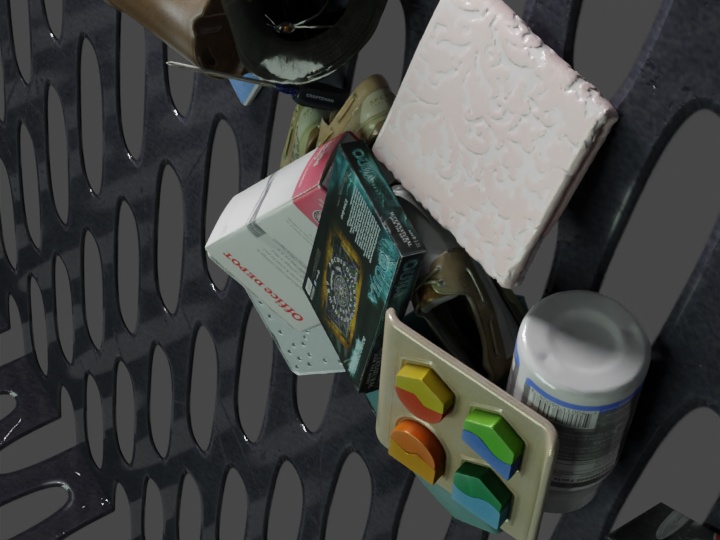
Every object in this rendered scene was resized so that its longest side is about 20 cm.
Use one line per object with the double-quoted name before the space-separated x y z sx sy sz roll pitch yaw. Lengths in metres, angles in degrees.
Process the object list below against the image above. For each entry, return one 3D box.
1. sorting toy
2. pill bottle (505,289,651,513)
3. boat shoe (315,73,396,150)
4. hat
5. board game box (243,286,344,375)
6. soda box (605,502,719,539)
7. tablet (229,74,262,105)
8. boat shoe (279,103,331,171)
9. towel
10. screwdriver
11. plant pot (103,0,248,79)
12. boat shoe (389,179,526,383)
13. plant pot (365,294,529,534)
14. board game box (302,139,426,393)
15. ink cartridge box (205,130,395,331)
"sorting toy" 0.084 0.148 1.502 0.200 0.036 0.186 38 148 24
"pill bottle" 0.180 0.120 1.489 0.114 0.113 0.201 52 155 30
"boat shoe" -0.008 -0.132 1.722 0.200 0.071 0.065 -41 71 57
"hat" -0.037 -0.265 1.610 0.199 0.081 0.202 -5 80 31
"board game box" -0.041 0.021 1.863 0.199 0.026 0.201 -8 118 42
"soda box" 0.294 0.268 1.440 0.200 0.070 0.064 26 137 58
"tablet" -0.160 -0.297 1.959 0.201 0.014 0.130 62 158 6
"boat shoe" -0.054 -0.105 1.852 0.063 0.073 0.201 61 151 30
"towel" 0.108 -0.116 1.429 0.200 0.032 0.192 48 128 30
"screwdriver" -0.099 -0.191 1.718 0.029 0.199 0.028 -50 38 39
"plant pot" -0.169 -0.310 1.752 0.198 0.200 0.201 44 151 26
"boat shoe" 0.078 0.010 1.520 0.200 0.068 0.075 52 137 -3
"plant pot" 0.108 0.140 1.654 0.141 0.141 0.201 9 126 64
"board game box" 0.000 0.000 1.551 0.136 0.028 0.201 61 152 32
"ink cartridge box" -0.038 -0.035 1.708 0.146 0.083 0.199 42 142 -21
